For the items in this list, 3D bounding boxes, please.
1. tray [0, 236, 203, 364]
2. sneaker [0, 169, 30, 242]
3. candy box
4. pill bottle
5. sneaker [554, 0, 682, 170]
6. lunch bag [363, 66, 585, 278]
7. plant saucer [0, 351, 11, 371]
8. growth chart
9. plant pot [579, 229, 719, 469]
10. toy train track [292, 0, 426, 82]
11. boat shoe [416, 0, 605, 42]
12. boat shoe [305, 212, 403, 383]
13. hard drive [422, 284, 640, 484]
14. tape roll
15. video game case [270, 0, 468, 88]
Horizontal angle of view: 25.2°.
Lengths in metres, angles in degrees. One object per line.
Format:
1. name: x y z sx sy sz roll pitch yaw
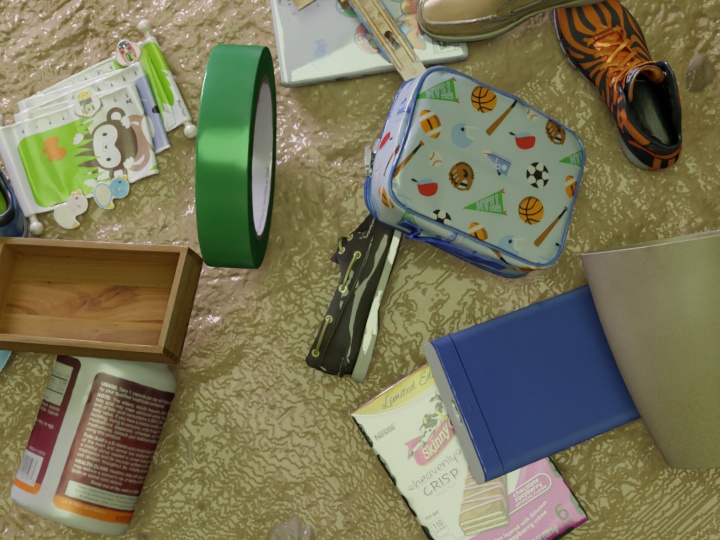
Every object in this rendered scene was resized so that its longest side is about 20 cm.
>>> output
1. tray: -0.243 0.026 1.433 0.199 0.037 0.099 3 70 23
2. sneaker: -0.379 -0.103 1.512 0.078 0.089 0.200 -38 77 -25
3. candy box: 0.099 0.179 1.483 0.136 0.061 0.200 -33 83 -1
4. pill bottle: -0.236 0.132 1.480 0.114 0.114 0.201 18 86 5
5. sneaker: 0.247 -0.192 1.487 0.077 0.112 0.200 -30 82 -1
6. lunch bag: 0.101 -0.085 1.467 0.199 0.076 0.161 22 76 -19
7. plant saucer: -0.421 0.041 1.544 0.199 0.027 0.201 0 83 4
8. growth chart: -0.257 -0.132 1.558 0.200 0.018 0.145 -30 84 1
9. plant pot: 0.303 0.069 1.431 0.187 0.187 0.201 -9 92 2
10. toy train track: 0.007 -0.248 1.523 0.115 0.033 0.200 -33 82 0
11. boat shoe: 0.142 -0.266 1.481 0.199 0.076 0.072 -17 80 14
12. boat shoe: 0.000 0.000 1.501 0.060 0.072 0.202 14 87 1
13. hard drive: 0.166 0.097 1.458 0.199 0.025 0.132 -18 82 -28
14. tape roll: -0.110 -0.102 1.454 0.048 0.200 0.201 2 84 4
15. video game case: 0.000 -0.287 1.556 0.181 0.024 0.201 -9 84 2
